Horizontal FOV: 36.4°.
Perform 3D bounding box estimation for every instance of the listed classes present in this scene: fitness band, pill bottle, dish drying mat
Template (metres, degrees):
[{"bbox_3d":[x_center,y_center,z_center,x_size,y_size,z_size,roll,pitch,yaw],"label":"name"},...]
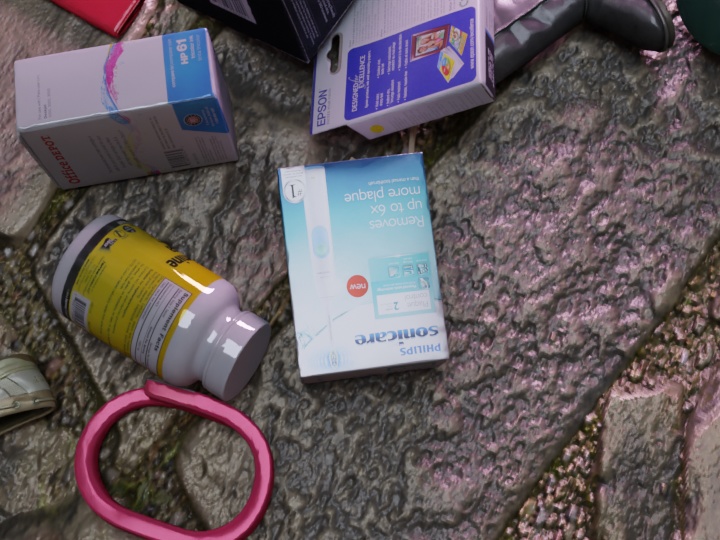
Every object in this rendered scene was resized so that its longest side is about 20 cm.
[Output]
[{"bbox_3d":[-0.178,0.189,1.054,0.197,0.037,0.146,16,76,10],"label":"fitness band"},{"bbox_3d":[-0.190,0.039,1.063,0.198,0.113,0.113,30,75,12],"label":"pill bottle"},{"bbox_3d":[-0.335,-0.339,1.249,0.198,0.018,0.077,31,76,11],"label":"dish drying mat"}]

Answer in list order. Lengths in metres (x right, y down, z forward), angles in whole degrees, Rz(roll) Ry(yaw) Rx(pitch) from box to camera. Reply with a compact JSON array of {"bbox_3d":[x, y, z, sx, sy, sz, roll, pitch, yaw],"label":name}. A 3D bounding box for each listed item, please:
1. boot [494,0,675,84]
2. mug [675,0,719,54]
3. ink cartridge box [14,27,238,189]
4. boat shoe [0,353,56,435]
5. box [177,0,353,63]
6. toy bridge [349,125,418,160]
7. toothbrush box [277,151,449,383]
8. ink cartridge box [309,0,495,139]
[{"bbox_3d":[0.206,-0.253,1.162,0.198,0.073,0.182,-32,59,-14],"label":"boot"},{"bbox_3d":[0.399,-0.313,1.148,0.151,0.115,0.187,-30,71,-6],"label":"mug"},{"bbox_3d":[-0.236,-0.161,1.115,0.196,0.145,0.086,-11,71,-1],"label":"ink cartridge box"},{"bbox_3d":[-0.392,0.160,1.057,0.199,0.074,0.063,-32,68,-15],"label":"boat shoe"},{"bbox_3d":[-0.090,-0.364,1.171,0.198,0.124,0.198,28,73,25],"label":"box"},{"bbox_3d":[0.013,-0.092,1.140,0.067,0.027,0.202,30,77,12],"label":"toy bridge"},{"bbox_3d":[0.000,0.000,1.062,0.144,0.085,0.204,-6,81,-3],"label":"toothbrush box"},{"bbox_3d":[0.045,-0.238,1.150,0.197,0.047,0.201,-14,58,28],"label":"ink cartridge box"}]
